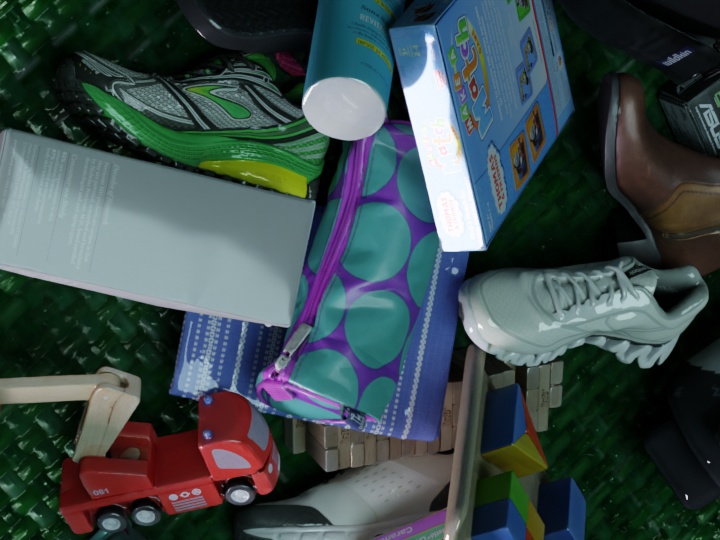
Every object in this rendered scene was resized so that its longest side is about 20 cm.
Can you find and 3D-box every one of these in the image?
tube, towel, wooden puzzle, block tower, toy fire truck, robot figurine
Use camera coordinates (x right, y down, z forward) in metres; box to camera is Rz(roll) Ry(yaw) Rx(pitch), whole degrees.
[{"bbox_3d":[0.001,-0.168,1.159,0.050,0.201,0.077,-22,131,30],"label":"tube"},{"bbox_3d":[-0.024,0.030,1.259,0.198,0.024,0.147,12,84,-21],"label":"towel"},{"bbox_3d":[0.114,0.174,1.263,0.046,0.186,0.201,-15,123,19],"label":"wooden puzzle"},{"bbox_3d":[0.046,0.095,1.331,0.198,0.058,0.055,-8,111,-22],"label":"block tower"},{"bbox_3d":[-0.163,0.105,1.201,0.198,0.049,0.142,-13,134,8],"label":"toy fire truck"},{"bbox_3d":[0.309,0.095,1.401,0.199,0.151,0.125,-37,123,22],"label":"robot figurine"}]

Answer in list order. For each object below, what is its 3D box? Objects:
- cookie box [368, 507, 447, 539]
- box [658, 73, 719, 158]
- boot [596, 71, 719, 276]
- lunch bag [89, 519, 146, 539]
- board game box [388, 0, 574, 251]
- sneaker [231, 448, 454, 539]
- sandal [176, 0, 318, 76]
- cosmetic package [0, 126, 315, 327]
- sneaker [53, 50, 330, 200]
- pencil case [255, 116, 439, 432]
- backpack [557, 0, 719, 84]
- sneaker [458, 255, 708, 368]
[{"bbox_3d":[0.037,0.276,1.329,0.170,0.076,0.201,-22,133,4],"label":"cookie box"},{"bbox_3d":[0.341,-0.104,1.409,0.192,0.047,0.201,-37,119,-11],"label":"box"},{"bbox_3d":[0.271,-0.075,1.316,0.198,0.069,0.190,-11,122,10],"label":"boot"},{"bbox_3d":[-0.176,0.298,1.260,0.200,0.122,0.171,-43,122,-13],"label":"lunch bag"},{"bbox_3d":[0.083,-0.128,1.209,0.200,0.036,0.153,-54,136,-53],"label":"board game box"},{"bbox_3d":[0.003,0.165,1.339,0.198,0.074,0.081,-3,71,-16],"label":"sneaker"},{"bbox_3d":[-0.049,-0.154,1.172,0.199,0.076,0.045,-3,145,-49],"label":"sandal"},{"bbox_3d":[-0.138,-0.025,1.146,0.198,0.107,0.091,10,89,-22],"label":"cosmetic package"},{"bbox_3d":[-0.104,-0.106,1.183,0.199,0.078,0.086,14,95,-38],"label":"sneaker"},{"bbox_3d":[0.000,0.000,1.211,0.092,0.084,0.202,27,77,-49],"label":"pencil case"},{"bbox_3d":[0.217,-0.229,1.225,0.189,0.200,0.156,4,74,-28],"label":"backpack"},{"bbox_3d":[0.156,0.020,1.301,0.198,0.076,0.081,1,152,-33],"label":"sneaker"}]
